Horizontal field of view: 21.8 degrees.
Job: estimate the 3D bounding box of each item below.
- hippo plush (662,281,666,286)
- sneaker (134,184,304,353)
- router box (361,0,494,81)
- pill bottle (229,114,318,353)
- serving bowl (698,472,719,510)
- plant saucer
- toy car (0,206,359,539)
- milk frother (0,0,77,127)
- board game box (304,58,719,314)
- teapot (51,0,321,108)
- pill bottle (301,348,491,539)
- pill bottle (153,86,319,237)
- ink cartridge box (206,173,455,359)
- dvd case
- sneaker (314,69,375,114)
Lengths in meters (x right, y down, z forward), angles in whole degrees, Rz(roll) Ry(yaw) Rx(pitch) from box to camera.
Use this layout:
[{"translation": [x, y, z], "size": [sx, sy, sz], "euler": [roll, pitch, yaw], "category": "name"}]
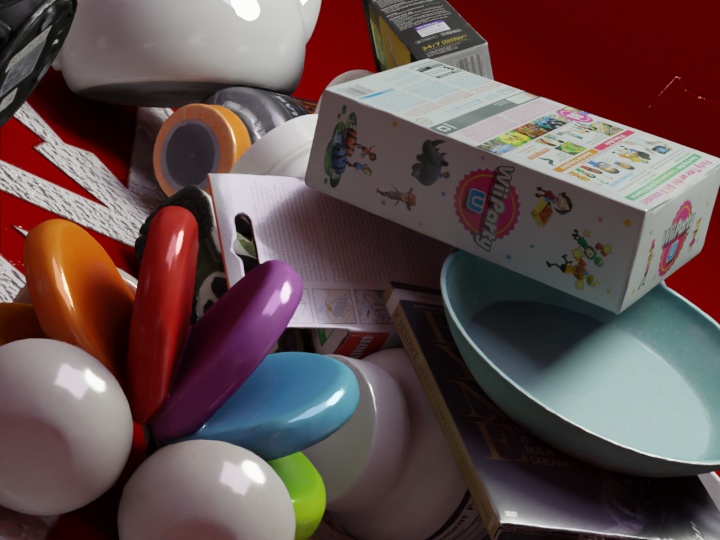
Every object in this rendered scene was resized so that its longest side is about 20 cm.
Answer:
[{"translation": [0.274, -0.021, 1.771], "size": [0.159, 0.161, 0.200], "euler": [32, 17, -8], "category": "hippo plush"}, {"translation": [-0.067, 0.026, 1.155], "size": [0.088, 0.077, 0.200], "euler": [36, 16, -41], "category": "sneaker"}, {"translation": [0.061, -0.091, 1.340], "size": [0.157, 0.052, 0.201], "euler": [-121, -164, -61], "category": "router box"}, {"translation": [0.000, 0.000, 1.214], "size": [0.200, 0.112, 0.112], "euler": [53, 22, 19], "category": "pill bottle"}, {"translation": [0.151, 0.193, 1.036], "size": [0.199, 0.066, 0.202], "euler": [22, 54, -33], "category": "serving bowl"}, {"translation": [0.128, 0.052, 1.015], "size": [0.198, 0.036, 0.201], "euler": [19, 28, -11], "category": "plant saucer"}, {"translation": [-0.088, 0.049, 0.896], "size": [0.199, 0.150, 0.175], "euler": [32, 17, -10], "category": "toy car"}, {"translation": [-0.272, -0.205, 1.149], "size": [0.187, 0.201, 0.181], "euler": [35, 21, 1], "category": "milk frother"}, {"translation": [0.090, -0.055, 1.071], "size": [0.199, 0.065, 0.147], "euler": [22, 23, 22], "category": "board game box"}, {"translation": [-0.135, -0.202, 1.385], "size": [0.196, 0.148, 0.200], "euler": [-1, -2, 28], "category": "teapot"}, {"translation": [0.044, 0.106, 1.067], "size": [0.199, 0.111, 0.111], "euler": [18, 24, -46], "category": "pill bottle"}, {"translation": [-0.065, -0.075, 1.358], "size": [0.106, 0.107, 0.199], "euler": [43, 19, 24], "category": "pill bottle"}, {"translation": [0.004, 0.003, 1.102], "size": [0.198, 0.050, 0.110], "euler": [2, 58, -24], "category": "ink cartridge box"}, {"translation": [0.105, 0.079, 1.007], "size": [0.148, 0.016, 0.201], "euler": [10, 31, -25], "category": "dvd case"}, {"translation": [0.016, -0.039, 1.321], "size": [0.084, 0.074, 0.202], "euler": [28, 50, -74], "category": "sneaker"}]
